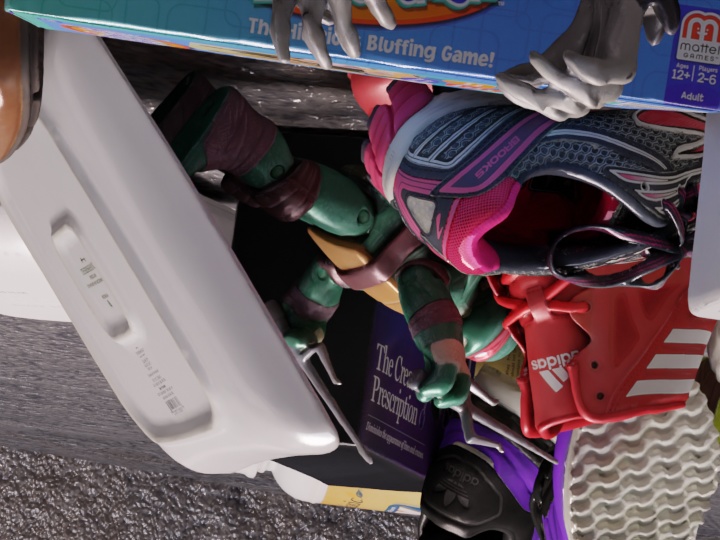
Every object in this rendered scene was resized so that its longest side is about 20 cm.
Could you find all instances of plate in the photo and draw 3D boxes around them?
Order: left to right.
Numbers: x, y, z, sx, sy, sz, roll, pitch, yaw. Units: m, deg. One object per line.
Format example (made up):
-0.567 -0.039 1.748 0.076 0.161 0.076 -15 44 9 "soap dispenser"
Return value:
-0.095 -0.002 0.985 0.032 0.200 0.200 -32 -177 -19 "plate"

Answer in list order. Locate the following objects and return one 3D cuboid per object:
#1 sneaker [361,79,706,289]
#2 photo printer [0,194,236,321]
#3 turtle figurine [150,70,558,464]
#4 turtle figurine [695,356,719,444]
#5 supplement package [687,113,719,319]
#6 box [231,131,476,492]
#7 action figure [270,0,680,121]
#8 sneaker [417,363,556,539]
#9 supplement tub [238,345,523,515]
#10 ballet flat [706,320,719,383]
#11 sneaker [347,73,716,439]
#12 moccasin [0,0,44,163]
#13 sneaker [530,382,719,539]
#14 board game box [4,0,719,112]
0.102 -0.026 0.854 0.200 0.081 0.075 -4 -145 -22 "sneaker"
-0.168 -0.021 1.228 0.166 0.070 0.200 2 170 25 "photo printer"
0.000 0.000 1.005 0.200 0.101 0.150 40 160 -17 "turtle figurine"
0.141 0.053 1.161 0.161 0.064 0.200 17 163 47 "turtle figurine"
0.188 -0.046 0.684 0.117 0.117 0.200 9 171 -16 "supplement package"
0.000 0.025 1.173 0.079 0.141 0.200 2 170 16 "box"
0.023 -0.090 0.588 0.200 0.102 0.119 17 174 -40 "action figure"
0.069 0.121 1.211 0.070 0.100 0.200 27 168 25 "sneaker"
0.029 0.062 1.356 0.200 0.145 0.145 8 171 -5 "supplement tub"
0.179 0.043 1.028 0.069 0.070 0.200 2 142 28 "ballet flat"
0.068 -0.007 0.919 0.200 0.116 0.078 28 151 -31 "sneaker"
-0.177 -0.077 0.926 0.078 0.074 0.201 3 -176 -32 "moccasin"
0.106 0.097 1.076 0.069 0.200 0.100 -20 -140 -13 "sneaker"
0.000 -0.082 0.737 0.200 0.045 0.152 7 -176 -5 "board game box"
